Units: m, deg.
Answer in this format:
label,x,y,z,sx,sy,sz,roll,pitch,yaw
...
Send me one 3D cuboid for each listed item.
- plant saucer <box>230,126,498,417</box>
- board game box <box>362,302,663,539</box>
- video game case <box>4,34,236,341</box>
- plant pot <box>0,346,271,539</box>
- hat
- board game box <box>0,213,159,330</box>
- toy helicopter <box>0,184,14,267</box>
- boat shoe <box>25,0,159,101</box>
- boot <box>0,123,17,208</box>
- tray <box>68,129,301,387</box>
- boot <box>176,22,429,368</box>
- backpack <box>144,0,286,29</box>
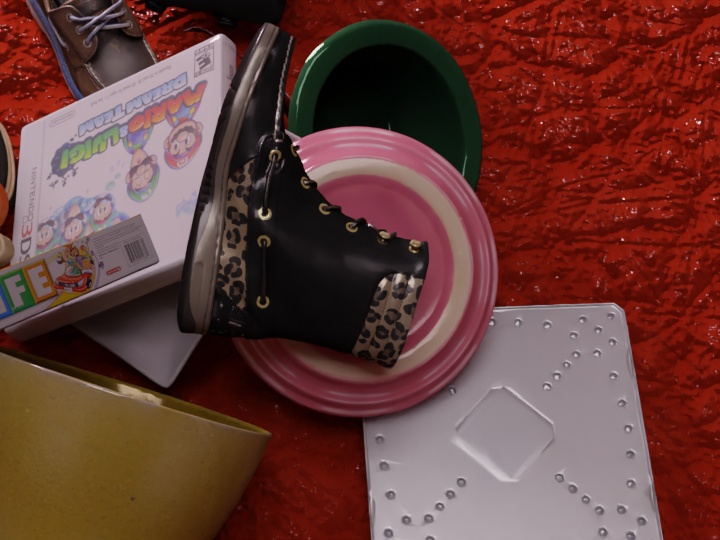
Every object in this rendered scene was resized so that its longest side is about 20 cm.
label,x,y,z,sx,sy,sz,roll,pitch,yaw
plant saucer,0.000,0.000,1.099,0.198,0.051,0.203,0,87,-6
board game box,0.100,0.120,1.124,0.197,0.026,0.202,-2,60,-4
video game case,-0.173,-0.060,1.156,0.198,0.024,0.184,-20,55,27
plant pot,-0.171,0.143,1.019,0.198,0.200,0.144,17,85,7
hat,-0.019,-0.109,1.258,0.164,0.176,0.203,-10,94,-28
board game box,-0.242,0.025,1.009,0.199,0.134,0.035,-26,95,-42
toy helicopter,-0.297,0.024,1.123,0.131,0.079,0.201,-28,72,6
boat shoe,-0.213,-0.191,1.264,0.072,0.073,0.200,-32,66,-20
boot,-0.320,-0.149,1.196,0.077,0.139,0.201,-23,63,-15
tray,-0.120,-0.023,1.148,0.107,0.022,0.201,30,85,25
boot,-0.027,-0.044,1.039,0.152,0.073,0.206,14,89,-9
backpack,-0.108,-0.315,1.318,0.161,0.155,0.201,15,41,10
